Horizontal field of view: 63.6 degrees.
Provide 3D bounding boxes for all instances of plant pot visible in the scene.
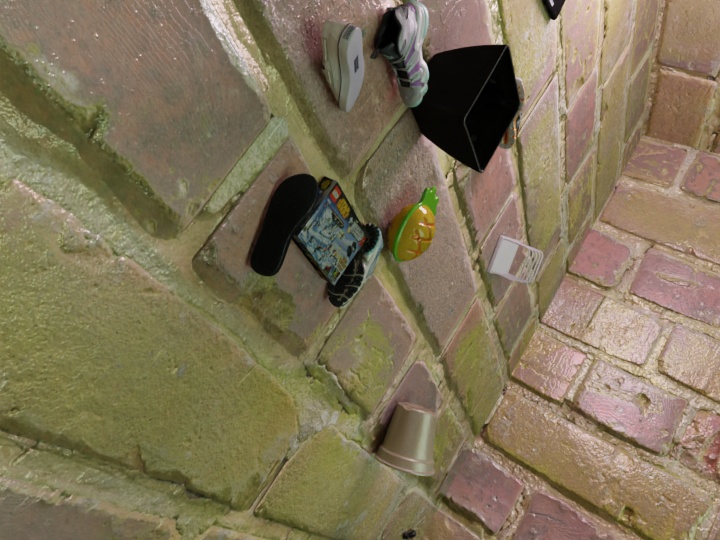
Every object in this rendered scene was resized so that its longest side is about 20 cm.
[{"bbox_3d":[0.160,0.523,1.839,0.200,0.198,0.187,22,82,-59],"label":"plant pot"},{"bbox_3d":[0.224,-0.375,1.299,0.202,0.176,0.200,-58,149,-10],"label":"plant pot"}]

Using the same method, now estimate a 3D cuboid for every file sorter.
[{"bbox_3d":[0.573,-0.033,2.127,0.199,0.123,0.141,5,108,-58],"label":"file sorter"}]

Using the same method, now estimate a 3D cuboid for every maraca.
[{"bbox_3d":[0.136,-0.111,1.414,0.201,0.106,0.137,-57,155,-13],"label":"maraca"}]

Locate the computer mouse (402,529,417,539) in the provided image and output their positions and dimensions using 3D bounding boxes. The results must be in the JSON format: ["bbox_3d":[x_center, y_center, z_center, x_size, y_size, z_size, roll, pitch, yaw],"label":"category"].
[{"bbox_3d":[0.183,1.200,2.468,0.109,0.043,0.203,14,93,-64],"label":"computer mouse"}]

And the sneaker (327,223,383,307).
[{"bbox_3d":[0.000,0.000,1.315,0.202,0.077,0.086,-60,152,-9],"label":"sneaker"}]

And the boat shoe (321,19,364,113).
[{"bbox_3d":[-0.037,-0.356,1.018,0.073,0.065,0.200,-61,170,-13],"label":"boat shoe"}]

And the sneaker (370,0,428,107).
[{"bbox_3d":[0.069,-0.415,1.140,0.139,0.077,0.203,-31,126,-42],"label":"sneaker"}]

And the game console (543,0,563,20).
[{"bbox_3d":[0.561,-0.839,1.646,0.199,0.031,0.179,12,105,-58],"label":"game console"}]

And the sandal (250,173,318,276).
[{"bbox_3d":[-0.140,-0.086,1.059,0.202,0.075,0.048,-61,175,6],"label":"sandal"}]

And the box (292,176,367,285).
[{"bbox_3d":[-0.064,-0.077,1.196,0.138,0.040,0.201,-55,148,-15],"label":"box"}]

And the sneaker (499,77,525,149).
[{"bbox_3d":[0.432,-0.457,1.673,0.077,0.077,0.202,-51,152,-47],"label":"sneaker"}]
